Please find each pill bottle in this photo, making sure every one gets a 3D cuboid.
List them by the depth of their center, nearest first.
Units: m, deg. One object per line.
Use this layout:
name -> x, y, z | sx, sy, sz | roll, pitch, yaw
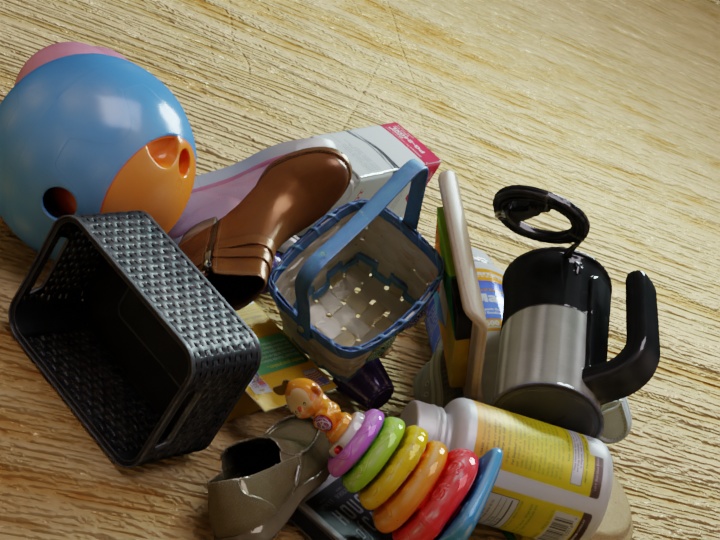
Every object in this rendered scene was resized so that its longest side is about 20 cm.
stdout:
pill bottle -> 0.131, 0.188, 1.538 | 0.199, 0.110, 0.110 | 18, 29, -12
pill bottle -> 0.129, 0.061, 1.815 | 0.111, 0.112, 0.201 | 23, 29, -22

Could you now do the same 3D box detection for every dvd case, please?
dvd case -> 0.037, 0.254, 1.474 | 0.200, 0.025, 0.150 | 41, 26, 12

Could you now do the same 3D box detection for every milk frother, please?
milk frother -> 0.181, 0.045, 1.604 | 0.199, 0.180, 0.189 | 34, 42, -22

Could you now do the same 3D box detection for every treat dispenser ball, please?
treat dispenser ball -> -0.255, -0.105, 1.538 | 0.200, 0.201, 0.201 | 27, 26, -15

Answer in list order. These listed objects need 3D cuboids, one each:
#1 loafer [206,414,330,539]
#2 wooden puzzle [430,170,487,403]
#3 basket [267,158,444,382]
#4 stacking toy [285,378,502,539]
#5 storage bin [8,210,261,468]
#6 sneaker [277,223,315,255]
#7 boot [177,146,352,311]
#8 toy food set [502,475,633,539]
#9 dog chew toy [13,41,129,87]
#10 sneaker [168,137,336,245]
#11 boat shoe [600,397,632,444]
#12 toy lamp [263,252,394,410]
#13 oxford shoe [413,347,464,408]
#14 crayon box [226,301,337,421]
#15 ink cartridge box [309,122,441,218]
loafer -> -0.077, 0.170, 1.404 | 0.200, 0.075, 0.068 | -58, 134, -64
wooden puzzle -> 0.096, 0.030, 1.618 | 0.037, 0.201, 0.186 | -8, 54, -1
basket -> 0.000, 0.000, 1.559 | 0.139, 0.201, 0.176 | 36, 64, 22
stacking toy -> 0.014, 0.161, 1.405 | 0.200, 0.116, 0.110 | 39, 45, -6
storage bin -> -0.197, 0.056, 1.404 | 0.200, 0.136, 0.094 | 46, 28, 23
sneaker -> -0.131, -0.077, 1.747 | 0.199, 0.080, 0.074 | 19, 6, -1
boot -> -0.093, -0.033, 1.507 | 0.155, 0.199, 0.077 | -96, 160, -67
toy food set -> 0.197, 0.224, 1.686 | 0.197, 0.049, 0.201 | 17, 31, -32
dog chew toy -> -0.291, -0.187, 1.743 | 0.124, 0.125, 0.200 | 36, 18, 4
sneaker -> -0.108, -0.060, 1.667 | 0.075, 0.199, 0.105 | 64, 8, -71
boat shoe -> 0.246, 0.121, 1.832 | 0.203, 0.074, 0.065 | 60, 16, -19
toy lamp -> -0.040, 0.064, 1.671 | 0.200, 0.058, 0.058 | 48, 29, 24
oxford shoe -> 0.082, 0.167, 1.646 | 0.075, 0.058, 0.201 | 30, 40, -24
crayon box -> -0.132, 0.073, 1.553 | 0.200, 0.052, 0.125 | 44, 27, 20
ink cartridge box -> -0.015, -0.085, 1.853 | 0.083, 0.146, 0.200 | 43, 27, 17
